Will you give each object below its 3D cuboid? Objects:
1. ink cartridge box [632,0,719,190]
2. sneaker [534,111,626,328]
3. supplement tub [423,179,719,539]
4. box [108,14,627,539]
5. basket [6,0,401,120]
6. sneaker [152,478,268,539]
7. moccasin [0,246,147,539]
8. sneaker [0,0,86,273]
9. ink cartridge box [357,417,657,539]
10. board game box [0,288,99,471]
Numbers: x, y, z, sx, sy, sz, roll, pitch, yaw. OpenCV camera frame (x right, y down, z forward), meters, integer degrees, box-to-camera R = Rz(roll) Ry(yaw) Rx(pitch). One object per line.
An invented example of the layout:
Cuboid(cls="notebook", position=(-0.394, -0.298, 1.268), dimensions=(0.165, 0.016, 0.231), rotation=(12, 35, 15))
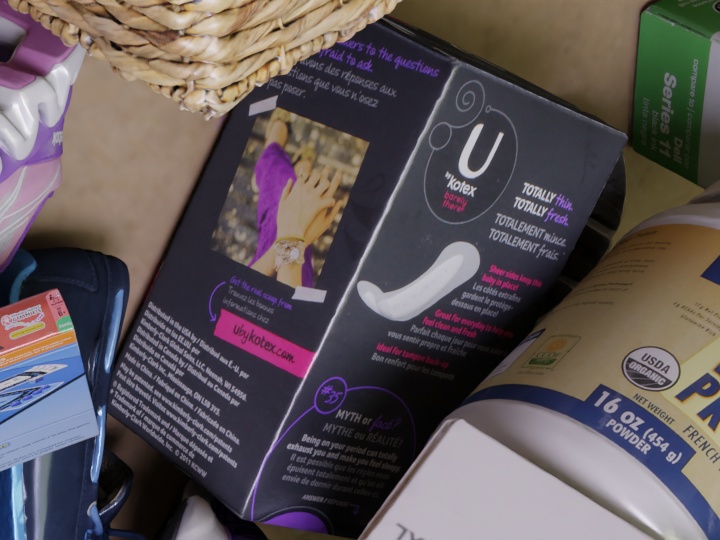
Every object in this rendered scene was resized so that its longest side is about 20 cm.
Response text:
Cuboid(cls="ink cartridge box", position=(0.248, -0.071, 1.004), dimensions=(0.147, 0.200, 0.083), rotation=(-20, 127, -32))
Cuboid(cls="sneaker", position=(0.062, 0.019, 1.000), dimensions=(0.200, 0.078, 0.090), rotation=(-63, 167, -4))
Cuboid(cls="supplement tub", position=(0.133, 0.062, 0.885), dimensions=(0.200, 0.144, 0.144), rotation=(-43, 137, -33))
Cuboid(cls="box", position=(0.000, 0.000, 0.896), dimensions=(0.122, 0.106, 0.200), rotation=(18, 102, -48))
Cuboid(cls="basket", position=(-0.033, -0.175, 0.731), dimensions=(0.200, 0.143, 0.149), rotation=(-34, 139, -29))
Cuboid(cls="sneaker", position=(-0.054, 0.140, 0.890), dimensions=(0.083, 0.200, 0.081), rotation=(29, 87, -4))
Cuboid(cls="moccasin", position=(-0.118, 0.088, 0.863), dimensions=(0.068, 0.080, 0.200), rotation=(-9, 121, -33))
Cuboid(cls="sneaker", position=(-0.162, -0.013, 0.746), dimensions=(0.200, 0.080, 0.089), rotation=(-50, 157, -37))
Cuboid(cls="ink cartridge box", position=(0.055, 0.169, 0.814), dimensions=(0.084, 0.146, 0.200), rotation=(-51, 167, -37))
Cuboid(cls="board game box", position=(-0.191, 0.067, 0.752), dimensions=(0.200, 0.019, 0.103), rotation=(-20, 158, -11))
